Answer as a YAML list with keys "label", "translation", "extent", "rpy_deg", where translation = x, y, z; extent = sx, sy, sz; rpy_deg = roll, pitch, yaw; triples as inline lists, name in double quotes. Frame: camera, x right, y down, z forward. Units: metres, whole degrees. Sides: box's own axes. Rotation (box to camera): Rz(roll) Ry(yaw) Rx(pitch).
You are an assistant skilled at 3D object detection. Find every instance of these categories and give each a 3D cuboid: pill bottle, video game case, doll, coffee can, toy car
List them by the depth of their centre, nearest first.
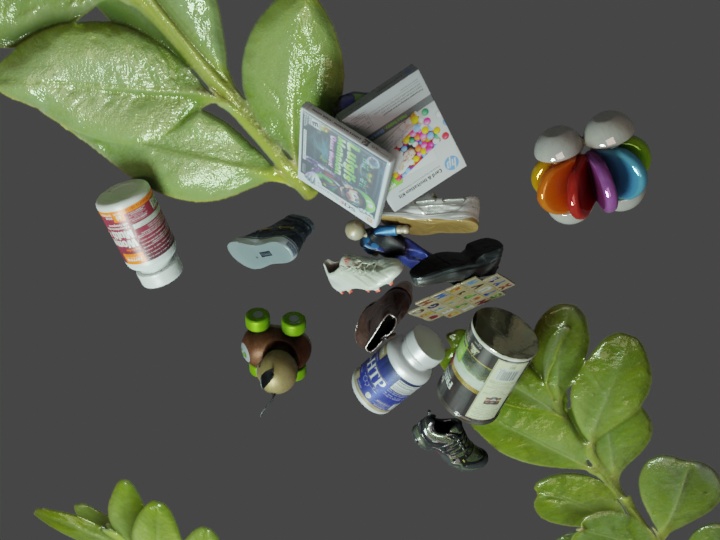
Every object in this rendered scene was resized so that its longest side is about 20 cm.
- label: "toy car"
  translation: [0.389, -0.155, 1.153]
  extent: [0.198, 0.151, 0.176]
  rpy_deg: [-14, 122, 18]
- label: "video game case"
  translation: [-0.031, -0.178, 1.196]
  extent: [0.181, 0.023, 0.201]
  rpy_deg: [33, 153, 11]
- label: "doll"
  translation: [0.062, -0.049, 1.327]
  extent: [0.198, 0.049, 0.136]
  rpy_deg: [25, 150, -13]
- label: "pill bottle"
  translation: [-0.434, -0.071, 1.369]
  extent: [0.108, 0.110, 0.202]
  rpy_deg: [-8, 123, 14]
- label: "coffee can"
  translation: [0.261, 0.199, 1.426]
  extent: [0.145, 0.147, 0.201]
  rpy_deg: [18, 125, -4]
- label: "toy car"
  translation: [-0.195, 0.209, 1.472]
  extent: [0.156, 0.201, 0.166]
  rpy_deg: [6, 126, 5]
- label: "pill bottle"
  translation: [0.084, 0.209, 1.477]
  extent: [0.119, 0.120, 0.200]
  rpy_deg: [35, 122, -16]

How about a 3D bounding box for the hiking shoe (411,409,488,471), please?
- label: "hiking shoe"
  translation: [0.224, 0.401, 1.618]
  extent: [0.198, 0.076, 0.101]
  rpy_deg: [25, 128, -8]

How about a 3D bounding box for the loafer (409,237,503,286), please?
- label: "loafer"
  translation: [0.184, 0.002, 1.296]
  extent: [0.198, 0.073, 0.073]
  rpy_deg: [-16, 120, -18]

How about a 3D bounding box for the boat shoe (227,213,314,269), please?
- label: "boat shoe"
  translation: [-0.176, -0.059, 1.368]
  extent: [0.199, 0.091, 0.071]
  rpy_deg: [-1, 130, 43]

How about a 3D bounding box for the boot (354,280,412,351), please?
- label: "boot"
  translation: [0.029, 0.116, 1.387]
  extent: [0.072, 0.167, 0.201]
  rpy_deg: [36, 120, -1]

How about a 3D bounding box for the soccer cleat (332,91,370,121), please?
- label: "soccer cleat"
  translation: [0.011, -0.219, 1.222]
  extent: [0.083, 0.065, 0.202]
  rpy_deg: [-9, 123, 12]

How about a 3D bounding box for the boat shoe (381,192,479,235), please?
- label: "boat shoe"
  translation: [0.130, -0.110, 1.282]
  extent: [0.198, 0.070, 0.071]
  rpy_deg: [3, 159, 28]

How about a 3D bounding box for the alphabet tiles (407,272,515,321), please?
- label: "alphabet tiles"
  translation: [0.200, 0.055, 1.358]
  extent: [0.199, 0.006, 0.166]
  rpy_deg: [-25, 156, 24]

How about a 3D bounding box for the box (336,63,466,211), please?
- label: "box"
  translation: [0.073, -0.223, 1.184]
  extent: [0.155, 0.041, 0.201]
  rpy_deg: [-32, 123, 3]

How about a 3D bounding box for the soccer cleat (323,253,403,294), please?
- label: "soccer cleat"
  translation: [0.000, 0.000, 1.343]
  extent: [0.199, 0.069, 0.078]
  rpy_deg: [-11, 122, 48]
